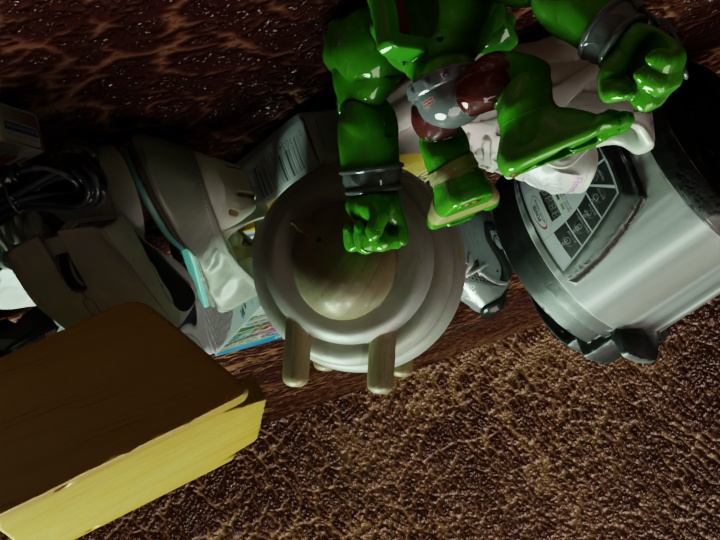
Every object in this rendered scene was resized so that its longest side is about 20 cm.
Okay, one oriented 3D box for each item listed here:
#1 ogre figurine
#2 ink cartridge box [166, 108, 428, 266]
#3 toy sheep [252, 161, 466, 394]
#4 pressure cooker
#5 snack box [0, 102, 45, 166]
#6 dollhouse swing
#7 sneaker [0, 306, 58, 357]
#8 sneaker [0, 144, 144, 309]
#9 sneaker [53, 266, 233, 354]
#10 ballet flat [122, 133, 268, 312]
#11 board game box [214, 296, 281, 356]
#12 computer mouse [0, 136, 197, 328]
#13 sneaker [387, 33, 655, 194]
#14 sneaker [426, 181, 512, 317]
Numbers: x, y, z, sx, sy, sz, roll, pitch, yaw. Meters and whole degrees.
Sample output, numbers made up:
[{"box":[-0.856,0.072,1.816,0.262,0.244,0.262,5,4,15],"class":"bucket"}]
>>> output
[{"box":[0.051,-0.095,0.661,0.098,0.120,0.200,-18,173,-30],"class":"ogre figurine"},{"box":[-0.006,-0.063,0.959,0.200,0.047,0.198,-9,165,-36],"class":"ink cartridge box"},{"box":[0.000,0.000,0.824,0.138,0.138,0.200,-20,180,5],"class":"toy sheep"},{"box":[0.196,-0.038,1.018,0.200,0.179,0.176,-38,-167,36],"class":"pressure cooker"},{"box":[-0.257,-0.035,0.676,0.200,0.024,0.072,-22,169,17],"class":"snack box"},{"box":[-0.171,0.043,0.728,0.181,0.176,0.200,-26,167,-13],"class":"dollhouse swing"},{"box":[-0.218,0.056,1.059,0.200,0.088,0.076,-12,169,20],"class":"sneaker"},{"box":[-0.201,-0.008,0.794,0.115,0.074,0.200,-17,172,-30],"class":"sneaker"},{"box":[-0.176,0.036,0.949,0.114,0.076,0.200,6,-169,22],"class":"sneaker"},{"box":[-0.089,-0.035,0.830,0.064,0.067,0.200,-22,157,-3],"class":"ballet flat"},{"box":[-0.050,0.008,1.214,0.147,0.064,0.200,-15,171,-20],"class":"board game box"},{"box":[-0.141,0.002,0.721,0.109,0.044,0.200,-16,153,13],"class":"computer mouse"},{"box":[0.091,-0.088,0.836,0.200,0.100,0.075,-15,170,-15],"class":"sneaker"},{"box":[0.057,-0.002,1.014,0.075,0.116,0.200,-34,-171,42],"class":"sneaker"}]
